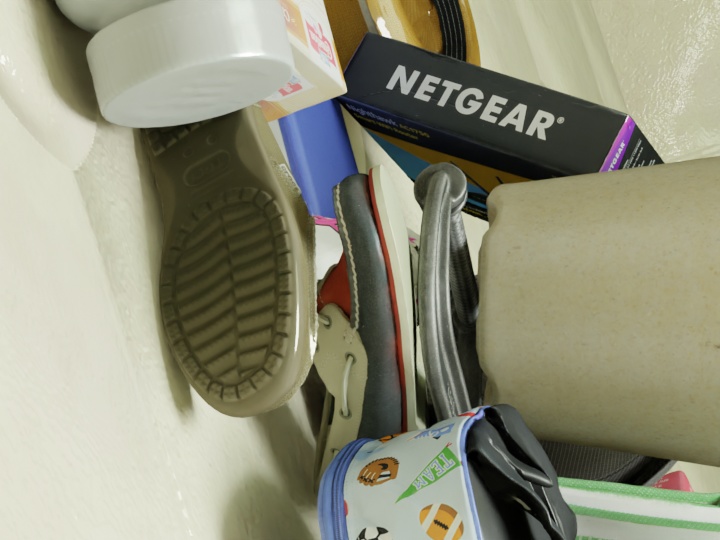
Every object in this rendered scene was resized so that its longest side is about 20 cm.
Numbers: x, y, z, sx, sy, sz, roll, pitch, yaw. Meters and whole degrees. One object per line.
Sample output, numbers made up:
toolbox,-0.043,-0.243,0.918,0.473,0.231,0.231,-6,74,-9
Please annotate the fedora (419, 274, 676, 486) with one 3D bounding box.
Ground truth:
fedora,0.101,0.056,1.305,0.200,0.177,0.090,28,-12,39

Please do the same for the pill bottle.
pill bottle,-0.096,-0.174,1.010,0.110,0.109,0.201,21,53,-72

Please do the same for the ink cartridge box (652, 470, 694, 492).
ink cartridge box,0.147,0.220,1.348,0.200,0.145,0.085,-79,148,-65

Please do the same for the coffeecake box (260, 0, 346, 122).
coffeecake box,-0.086,-0.192,1.156,0.153,0.073,0.201,34,39,-68

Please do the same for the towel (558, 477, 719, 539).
towel,0.124,0.198,1.157,0.023,0.152,0.201,-69,161,-62

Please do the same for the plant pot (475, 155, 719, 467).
plant pot,0.158,0.020,1.165,0.200,0.182,0.202,1,90,-80

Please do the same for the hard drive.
hard drive,-0.039,-0.104,1.316,0.132,0.025,0.201,35,38,-68

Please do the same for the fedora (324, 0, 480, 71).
fedora,0.014,-0.175,1.499,0.201,0.081,0.201,52,27,-42

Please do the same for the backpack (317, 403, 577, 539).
backpack,0.044,0.163,1.023,0.200,0.153,0.192,-17,96,-81

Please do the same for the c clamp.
c clamp,0.048,0.017,1.144,0.200,0.027,0.172,70,22,-61

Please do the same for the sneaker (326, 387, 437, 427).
sneaker,0.050,0.114,1.225,0.071,0.097,0.201,-88,154,-51

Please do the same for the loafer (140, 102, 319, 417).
loafer,-0.054,-0.016,1.041,0.067,0.076,0.201,41,32,-51

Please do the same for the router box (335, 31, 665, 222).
router box,0.098,-0.067,1.353,0.051,0.199,0.149,-61,144,-11

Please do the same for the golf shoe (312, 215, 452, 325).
golf shoe,0.000,0.000,1.196,0.200,0.092,0.073,0,72,-74

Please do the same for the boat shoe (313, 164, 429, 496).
boat shoe,-0.001,0.037,1.079,0.071,0.062,0.201,-86,172,-50
